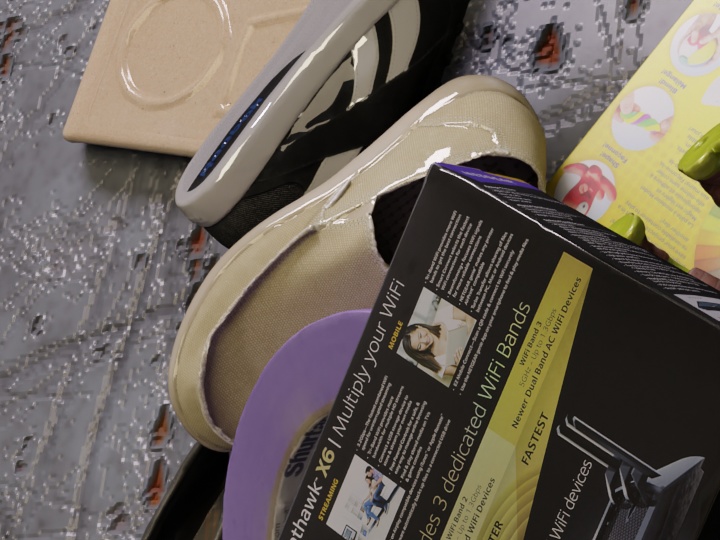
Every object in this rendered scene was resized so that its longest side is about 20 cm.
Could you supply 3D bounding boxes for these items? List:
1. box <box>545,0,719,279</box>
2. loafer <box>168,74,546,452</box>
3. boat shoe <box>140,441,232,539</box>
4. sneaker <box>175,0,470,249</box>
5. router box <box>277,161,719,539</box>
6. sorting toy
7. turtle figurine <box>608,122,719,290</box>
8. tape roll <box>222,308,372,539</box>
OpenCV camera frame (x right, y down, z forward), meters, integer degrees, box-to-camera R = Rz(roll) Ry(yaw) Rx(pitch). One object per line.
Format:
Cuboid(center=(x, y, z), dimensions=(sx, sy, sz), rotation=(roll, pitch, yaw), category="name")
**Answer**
Cuboid(center=(0.160, -0.048, 1.078), dimensions=(0.200, 0.048, 0.117), rotation=(-50, 51, 3), category="box")
Cuboid(center=(0.000, 0.000, 1.090), dimensions=(0.200, 0.076, 0.068), rotation=(-47, 22, 2), category="loafer")
Cuboid(center=(-0.091, 0.157, 1.137), dimensions=(0.069, 0.057, 0.200), rotation=(20, 77, 51), category="boat shoe")
Cuboid(center=(0.020, -0.075, 1.150), dimensions=(0.200, 0.112, 0.073), rotation=(-50, 21, 3), category="sneaker")
Cuboid(center=(0.053, 0.086, 0.865), dimensions=(0.157, 0.052, 0.200), rotation=(33, 106, 40), category="router box")
Cuboid(center=(-0.044, -0.137, 1.270), dimensions=(0.200, 0.036, 0.186), rotation=(7, 73, 41), category="sorting toy")
Cuboid(center=(0.176, 0.018, 0.997), dimensions=(0.161, 0.064, 0.200), rotation=(44, 115, -4), category="turtle figurine")
Cuboid(center=(0.037, 0.112, 1.006), dimensions=(0.200, 0.085, 0.201), rotation=(9, 101, 52), category="tape roll")
